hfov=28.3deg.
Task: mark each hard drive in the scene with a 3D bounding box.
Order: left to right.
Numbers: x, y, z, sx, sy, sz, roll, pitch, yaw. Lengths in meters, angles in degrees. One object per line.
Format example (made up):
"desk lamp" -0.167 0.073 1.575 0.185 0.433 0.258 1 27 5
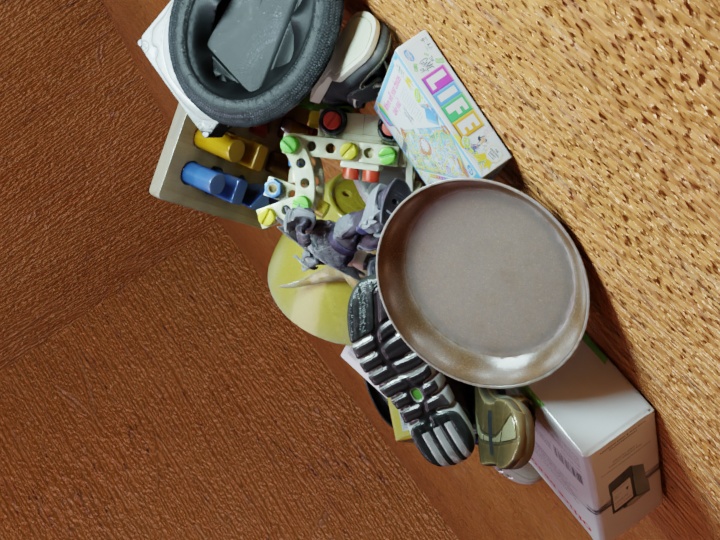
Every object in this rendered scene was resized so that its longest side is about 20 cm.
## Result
"hard drive" -0.133 -0.256 1.495 0.140 0.200 0.038 54 -155 14

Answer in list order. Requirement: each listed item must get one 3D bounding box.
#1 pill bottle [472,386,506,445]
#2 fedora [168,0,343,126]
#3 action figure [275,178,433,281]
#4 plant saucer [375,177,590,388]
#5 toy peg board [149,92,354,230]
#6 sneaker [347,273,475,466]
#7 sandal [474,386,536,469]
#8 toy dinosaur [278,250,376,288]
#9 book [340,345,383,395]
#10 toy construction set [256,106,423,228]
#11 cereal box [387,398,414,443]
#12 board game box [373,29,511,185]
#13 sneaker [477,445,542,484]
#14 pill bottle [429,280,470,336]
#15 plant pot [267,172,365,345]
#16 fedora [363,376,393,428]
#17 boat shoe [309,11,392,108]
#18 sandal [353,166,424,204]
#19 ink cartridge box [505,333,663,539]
"pill bottle" 0.139 0.127 1.531 0.112 0.111 0.200 53 -178 20
"fedora" -0.088 -0.237 1.389 0.201 0.200 0.091 54 -159 15
"action figure" -0.007 -0.034 1.396 0.129 0.070 0.199 22 152 -28
"plant saucer" 0.110 0.008 1.256 0.201 0.199 0.032 57 -145 -7
"toy peg board" -0.110 -0.148 1.613 0.097 0.201 0.199 22 -176 37
"sneaker" 0.053 0.084 1.389 0.202 0.075 0.116 65 -162 -11
"sandal" 0.139 0.142 1.305 0.200 0.053 0.081 -174 82 -83
"toy dinosaur" 0.000 0.000 1.572 0.101 0.058 0.199 43 146 -15
"book" 0.078 0.116 1.758 0.200 0.134 0.048 41 -154 22
"toy construction set" -0.004 -0.098 1.467 0.092 0.197 0.133 -112 29 -84
"cereal box" 0.059 0.113 1.539 0.200 0.039 0.146 36 -138 -75
"board game box" 0.071 -0.129 1.316 0.135 0.034 0.200 56 172 3
"sneaker" 0.179 0.187 1.805 0.201 0.075 0.081 57 163 -10
"pill bottle" 0.100 0.008 1.411 0.113 0.112 0.200 57 172 -7
"plant pot" -0.001 -0.032 1.681 0.200 0.198 0.143 51 144 31
"fedora" 0.092 0.121 1.874 0.091 0.201 0.202 -5 125 42
"boat shoe" 0.003 -0.202 1.399 0.067 0.073 0.200 19 170 -11
"sandal" 0.046 -0.055 1.555 0.204 0.082 0.050 55 140 4
"ink cartridge box" 0.216 0.156 1.393 0.146 0.084 0.201 51 169 35
